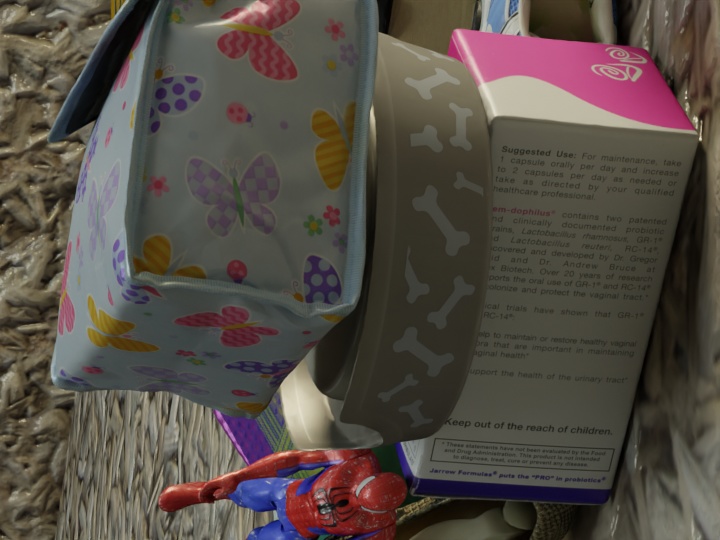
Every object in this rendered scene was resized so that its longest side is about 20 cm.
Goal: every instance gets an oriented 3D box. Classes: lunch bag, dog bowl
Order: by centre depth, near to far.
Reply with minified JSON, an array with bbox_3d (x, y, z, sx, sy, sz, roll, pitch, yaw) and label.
[{"bbox_3d":[-0.067,-0.055,1.159,0.170,0.127,0.200,133,146,-66],"label":"lunch bag"},{"bbox_3d":[0.009,-0.012,1.209,0.200,0.059,0.200,-175,90,-77],"label":"dog bowl"}]

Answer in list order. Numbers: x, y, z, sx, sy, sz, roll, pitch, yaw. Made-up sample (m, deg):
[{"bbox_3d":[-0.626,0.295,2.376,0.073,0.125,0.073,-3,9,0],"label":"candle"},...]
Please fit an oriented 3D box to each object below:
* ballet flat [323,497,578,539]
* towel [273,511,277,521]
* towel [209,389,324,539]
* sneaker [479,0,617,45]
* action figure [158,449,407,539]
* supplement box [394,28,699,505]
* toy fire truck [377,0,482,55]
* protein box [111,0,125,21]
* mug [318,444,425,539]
[{"bbox_3d":[0.018,0.151,1.319,0.068,0.200,0.075,59,-159,5],"label":"ballet flat"},{"bbox_3d":[-0.020,0.112,1.709,0.171,0.048,0.200,106,166,-44],"label":"towel"},{"bbox_3d":[-0.052,0.031,1.372,0.200,0.023,0.144,57,144,32],"label":"towel"},{"bbox_3d":[0.085,-0.091,1.323,0.077,0.076,0.200,-122,35,-70],"label":"sneaker"},{"bbox_3d":[-0.055,0.128,1.302,0.200,0.099,0.065,-20,90,53],"label":"action figure"},{"bbox_3d":[0.080,-0.001,1.248,0.101,0.103,0.200,-107,24,-59],"label":"supplement box"},{"bbox_3d":[0.041,-0.171,1.524,0.200,0.129,0.176,58,-141,-76],"label":"toy fire truck"},{"bbox_3d":[-0.058,-0.201,1.752,0.135,0.200,0.199,109,162,-48],"label":"protein box"},{"bbox_3d":[0.026,0.114,1.425,0.152,0.114,0.185,-129,45,-74],"label":"mug"}]
